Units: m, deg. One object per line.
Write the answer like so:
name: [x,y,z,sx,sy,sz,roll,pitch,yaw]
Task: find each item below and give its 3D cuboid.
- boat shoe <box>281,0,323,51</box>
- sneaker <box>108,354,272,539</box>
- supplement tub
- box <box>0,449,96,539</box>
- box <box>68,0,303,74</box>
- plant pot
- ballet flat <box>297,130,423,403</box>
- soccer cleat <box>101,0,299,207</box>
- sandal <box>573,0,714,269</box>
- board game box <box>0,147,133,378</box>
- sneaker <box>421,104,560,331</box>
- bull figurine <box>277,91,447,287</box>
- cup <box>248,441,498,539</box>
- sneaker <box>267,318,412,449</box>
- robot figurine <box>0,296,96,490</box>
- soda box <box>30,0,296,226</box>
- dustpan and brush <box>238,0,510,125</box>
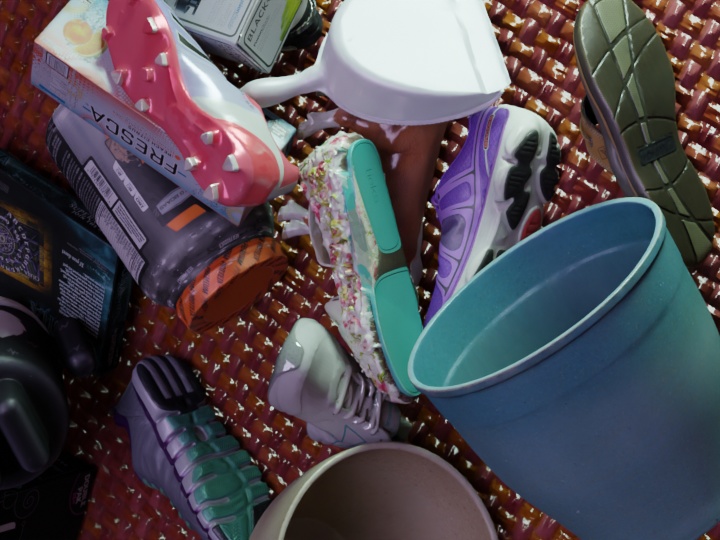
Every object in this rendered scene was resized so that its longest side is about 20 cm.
boat shoe: [-0.118,-0.222,1.445,0.199,0.060,0.074,17,78,26]
sneaker: [-0.139,0.171,1.499,0.088,0.074,0.201,-48,62,39]
supplement tub: [-0.150,-0.059,1.443,0.122,0.122,0.201,-43,74,26]
box: [-0.342,0.221,1.536,0.124,0.200,0.150,26,107,24]
box: [-0.136,-0.236,1.388,0.199,0.060,0.117,21,82,27]
plant pot: [0.165,0.086,1.231,0.199,0.200,0.189,-28,108,29]
ballet flat: [0.000,0.000,1.328,0.064,0.075,0.202,-13,87,36]
soccer cleat: [-0.118,-0.126,1.314,0.067,0.076,0.201,-49,63,31]
sandal: [0.190,-0.094,1.281,0.054,0.081,0.202,-20,92,51]
board game box: [-0.276,-0.015,1.553,0.199,0.028,0.136,33,128,24]
sneaker: [0.086,-0.025,1.351,0.083,0.080,0.202,25,100,43]
bull figurine: [0.004,-0.051,1.381,0.120,0.065,0.202,16,99,8]
cup: [-0.013,0.234,1.370,0.143,0.199,0.202,-15,87,56]
sneaker: [-0.010,0.090,1.347,0.080,0.200,0.071,19,78,21]
robot figurine: [-0.303,0.098,1.486,0.200,0.149,0.126,-122,47,-63]
soda box: [-0.149,-0.124,1.369,0.199,0.069,0.064,35,152,4]
dustpan and brush: [-0.004,-0.153,1.337,0.198,0.057,0.141,-11,60,-10]
